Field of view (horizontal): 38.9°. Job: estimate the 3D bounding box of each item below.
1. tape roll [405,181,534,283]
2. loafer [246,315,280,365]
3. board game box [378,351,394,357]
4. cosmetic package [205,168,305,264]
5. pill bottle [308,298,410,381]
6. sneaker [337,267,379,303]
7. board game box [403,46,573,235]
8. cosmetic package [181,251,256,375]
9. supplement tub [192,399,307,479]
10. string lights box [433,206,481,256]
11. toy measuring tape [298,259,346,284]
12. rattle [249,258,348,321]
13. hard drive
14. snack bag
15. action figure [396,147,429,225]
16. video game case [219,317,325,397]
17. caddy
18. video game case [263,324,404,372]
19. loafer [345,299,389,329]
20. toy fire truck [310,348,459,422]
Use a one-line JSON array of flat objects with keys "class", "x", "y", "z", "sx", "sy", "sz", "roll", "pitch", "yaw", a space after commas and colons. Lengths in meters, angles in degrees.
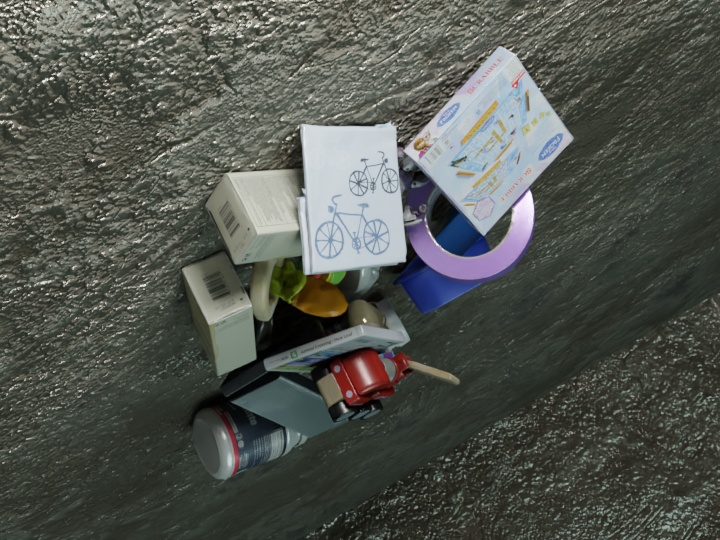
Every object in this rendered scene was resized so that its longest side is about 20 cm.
[{"class": "tape roll", "x": 0.170, "y": -0.083, "z": 1.582, "sx": 0.199, "sy": 0.201, "sz": 0.066, "roll": -33, "pitch": 170, "yaw": 6}, {"class": "loafer", "x": -0.171, "y": 0.094, "z": 1.708, "sx": 0.071, "sy": 0.073, "sz": 0.200, "roll": -25, "pitch": 167, "yaw": -21}, {"class": "board game box", "x": 0.007, "y": 0.225, "z": 1.931, "sx": 0.157, "sy": 0.039, "sz": 0.200, "roll": -29, "pitch": 159, "yaw": -7}, {"class": "cosmetic package", "x": -0.099, "y": -0.078, "z": 1.386, "sx": 0.199, "sy": 0.106, "sz": 0.071, "roll": -7, "pitch": 150, "yaw": -43}, {"class": "pill bottle", "x": -0.013, "y": 0.144, "z": 1.948, "sx": 0.199, "sy": 0.117, "sz": 0.117, "roll": -31, "pitch": 158, "yaw": -3}, {"class": "sneaker", "x": 0.000, "y": 0.000, "z": 1.731, "sx": 0.088, "sy": 0.076, "sz": 0.200, "roll": -28, "pitch": 168, "yaw": -17}, {"class": "board game box", "x": 0.188, "y": -0.181, "z": 1.464, "sx": 0.200, "sy": 0.041, "sz": 0.199, "roll": -46, "pitch": 132, "yaw": 1}, {"class": "cosmetic package", "x": -0.212, "y": 0.069, "z": 1.547, "sx": 0.073, "sy": 0.104, "sz": 0.201, "roll": -23, "pitch": 155, "yaw": -16}, {"class": "supplement tub", "x": -0.217, "y": 0.314, "z": 2.006, "sx": 0.199, "sy": 0.141, "sz": 0.141, "roll": -16, "pitch": 154, "yaw": -33}, {"class": "string lights box", "x": 0.197, "y": -0.105, "z": 1.715, "sx": 0.200, "sy": 0.059, "sz": 0.103, "roll": -48, "pitch": -173, "yaw": 36}, {"class": "toy measuring tape", "x": -0.036, "y": -0.032, "z": 1.607, "sx": 0.073, "sy": 0.074, "sz": 0.200, "roll": -8, "pitch": 149, "yaw": -44}, {"class": "rattle", "x": -0.097, "y": -0.003, "z": 1.477, "sx": 0.130, "sy": 0.142, "sz": 0.201, "roll": -51, "pitch": 160, "yaw": -37}, {"class": "hard drive", "x": -0.119, "y": 0.241, "z": 1.864, "sx": 0.139, "sy": 0.033, "sz": 0.199, "roll": -28, "pitch": 136, "yaw": 36}, {"class": "snack bag", "x": -0.013, "y": -0.100, "z": 1.378, "sx": 0.187, "sy": 0.202, "sz": 0.021, "roll": -8, "pitch": -175, "yaw": -44}, {"class": "action figure", "x": 0.073, "y": -0.141, "z": 1.491, "sx": 0.199, "sy": 0.069, "sz": 0.131, "roll": -35, "pitch": 124, "yaw": -19}, {"class": "video game case", "x": -0.152, "y": 0.151, "z": 1.803, "sx": 0.199, "sy": 0.026, "sz": 0.181, "roll": -32, "pitch": -177, "yaw": -2}, {"class": "caddy", "x": 0.157, "y": -0.005, "z": 1.870, "sx": 0.199, "sy": 0.106, "sz": 0.141, "roll": -29, "pitch": -179, "yaw": -1}, {"class": "video game case", "x": -0.040, "y": 0.132, "z": 1.695, "sx": 0.181, "sy": 0.022, "sz": 0.200, "roll": -21, "pitch": 167, "yaw": 18}, {"class": "loafer", "x": 0.013, "y": 0.092, "z": 1.796, "sx": 0.075, "sy": 0.069, "sz": 0.200, "roll": -13, "pitch": 169, "yaw": 1}, {"class": "toy fire truck", "x": 0.046, "y": 0.182, "z": 1.730, "sx": 0.199, "sy": 0.130, "sz": 0.176, "roll": -33, "pitch": 162, "yaw": 17}]
